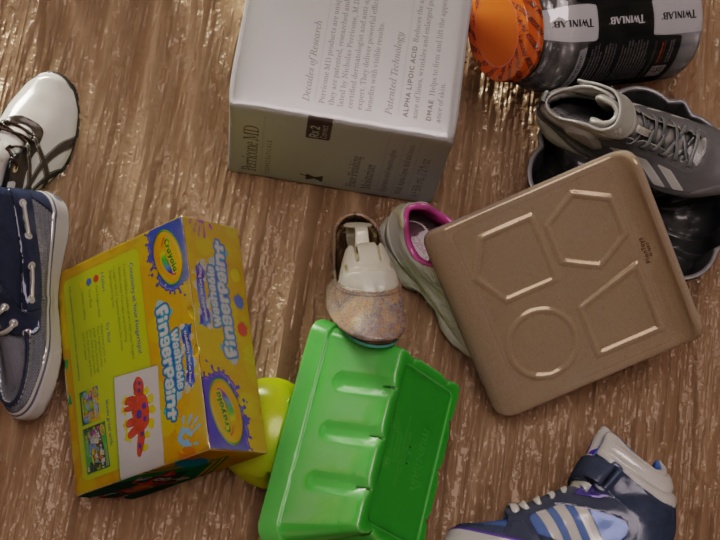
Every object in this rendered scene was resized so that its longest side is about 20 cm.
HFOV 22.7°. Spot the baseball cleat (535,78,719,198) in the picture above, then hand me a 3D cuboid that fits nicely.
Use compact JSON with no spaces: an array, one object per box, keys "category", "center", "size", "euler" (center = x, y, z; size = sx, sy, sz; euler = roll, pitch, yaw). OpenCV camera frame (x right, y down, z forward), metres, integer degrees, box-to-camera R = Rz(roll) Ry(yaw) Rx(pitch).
[{"category":"baseball cleat","center":[0.250,-0.114,1.577],"size":[0.199,0.106,0.070],"euler":[13,84,4]}]

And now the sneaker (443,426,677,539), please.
[{"category":"sneaker","center":[0.177,0.204,1.565],"size":[0.198,0.081,0.147],"euler":[11,63,2]}]

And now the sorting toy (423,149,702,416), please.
[{"category":"sorting toy","center":[0.177,0.011,1.568],"size":[0.199,0.037,0.186],"euler":[-22,105,7]}]

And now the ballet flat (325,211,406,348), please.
[{"category":"ballet flat","center":[0.000,0.000,1.552],"size":[0.068,0.200,0.068],"euler":[-1,112,-10]}]

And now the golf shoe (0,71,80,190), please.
[{"category":"golf shoe","center":[-0.312,-0.102,1.606],"size":[0.077,0.095,0.201],"euler":[23,70,4]}]

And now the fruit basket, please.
[{"category":"fruit basket","center":[-0.039,0.152,1.544],"size":[0.215,0.155,0.217],"euler":[-20,54,31]}]

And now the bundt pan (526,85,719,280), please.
[{"category":"bundt pan","center":[0.245,-0.065,1.655],"size":[0.200,0.076,0.203],"euler":[2,72,-6]}]

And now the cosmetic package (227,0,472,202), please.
[{"category":"cosmetic package","center":[-0.012,-0.177,1.621],"size":[0.198,0.165,0.166],"euler":[8,71,-2]}]

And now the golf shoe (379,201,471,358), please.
[{"category":"golf shoe","center":[0.095,0.016,1.608],"size":[0.200,0.092,0.075],"euler":[42,72,7]}]

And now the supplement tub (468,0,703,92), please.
[{"category":"supplement tub","center":[0.206,-0.229,1.653],"size":[0.199,0.123,0.123],"euler":[-9,71,-30]}]

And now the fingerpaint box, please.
[{"category":"fingerpaint box","center":[-0.171,0.077,1.523],"size":[0.073,0.166,0.201],"euler":[12,63,-49]}]

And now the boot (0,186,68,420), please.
[{"category":"boot","center":[-0.310,0.026,1.545],"size":[0.090,0.072,0.202],"euler":[10,78,-47]}]
